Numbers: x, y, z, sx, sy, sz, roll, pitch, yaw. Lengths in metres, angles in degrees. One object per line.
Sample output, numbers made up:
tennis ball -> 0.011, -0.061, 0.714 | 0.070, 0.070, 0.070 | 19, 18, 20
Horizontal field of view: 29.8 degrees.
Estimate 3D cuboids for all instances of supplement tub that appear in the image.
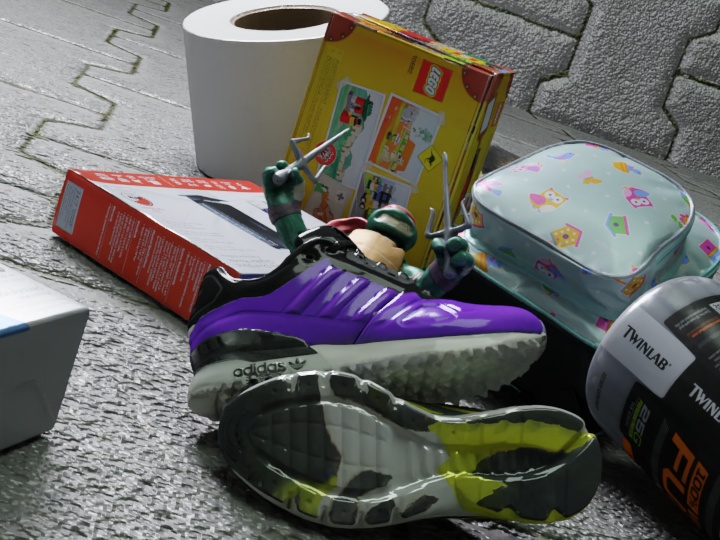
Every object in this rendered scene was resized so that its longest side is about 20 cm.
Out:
supplement tub -> 0.239, 0.104, 0.816 | 0.121, 0.124, 0.200 | 8, 27, -39

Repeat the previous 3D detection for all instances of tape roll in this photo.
tape roll -> -0.067, -0.178, 1.304 | 0.199, 0.141, 0.203 | -2, 23, 1

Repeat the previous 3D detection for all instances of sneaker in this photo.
sneaker -> 0.022, 0.101, 0.704 | 0.197, 0.076, 0.085 | 10, -13, -9
sneaker -> 0.002, 0.020, 0.737 | 0.197, 0.070, 0.101 | -4, 63, -7

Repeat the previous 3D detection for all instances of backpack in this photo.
backpack -> 0.163, -0.002, 0.977 | 0.175, 0.155, 0.199 | 30, 35, 30

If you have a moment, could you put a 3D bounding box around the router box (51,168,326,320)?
router box -> -0.090, -0.013, 0.978 | 0.178, 0.049, 0.199 | 29, 17, 32

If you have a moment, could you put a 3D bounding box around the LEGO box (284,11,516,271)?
LEGO box -> 0.022, -0.094, 1.121 | 0.147, 0.202, 0.077 | 24, 15, 15

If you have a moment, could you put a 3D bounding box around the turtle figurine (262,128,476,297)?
turtle figurine -> 0.000, 0.000, 0.843 | 0.148, 0.102, 0.201 | 11, 47, 19

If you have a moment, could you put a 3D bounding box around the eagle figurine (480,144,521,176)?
eagle figurine -> 0.180, -0.033, 1.216 | 0.150, 0.201, 0.153 | -13, 61, -6

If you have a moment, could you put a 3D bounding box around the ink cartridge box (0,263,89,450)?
ink cartridge box -> -0.243, 0.015, 0.626 | 0.198, 0.069, 0.116 | 24, 14, 17

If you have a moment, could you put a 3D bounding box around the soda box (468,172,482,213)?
soda box -> 0.084, -0.073, 1.400 | 0.198, 0.069, 0.064 | 10, 16, -36
